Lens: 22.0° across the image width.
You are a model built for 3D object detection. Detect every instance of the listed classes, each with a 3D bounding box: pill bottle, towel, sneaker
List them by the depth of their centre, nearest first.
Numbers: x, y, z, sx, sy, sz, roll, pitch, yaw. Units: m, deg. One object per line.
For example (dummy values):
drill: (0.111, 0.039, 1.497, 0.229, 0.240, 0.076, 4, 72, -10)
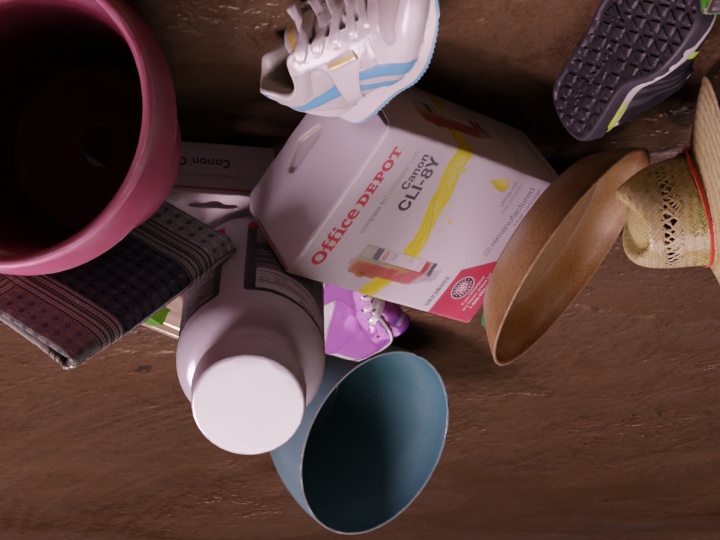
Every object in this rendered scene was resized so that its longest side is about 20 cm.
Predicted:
sneaker: (-0.005, -0.157, 1.237, 0.080, 0.077, 0.200, 7, 155, -21)
sneaker: (0.204, -0.161, 1.305, 0.082, 0.072, 0.200, -21, 169, -26)
towel: (-0.222, -0.018, 1.338, 0.199, 0.192, 0.035, 30, 131, 18)
pill bottle: (-0.081, 0.049, 1.375, 0.109, 0.201, 0.112, -1, 116, -1)
sneaker: (0.000, 0.000, 1.569, 0.113, 0.073, 0.201, 23, 138, -1)

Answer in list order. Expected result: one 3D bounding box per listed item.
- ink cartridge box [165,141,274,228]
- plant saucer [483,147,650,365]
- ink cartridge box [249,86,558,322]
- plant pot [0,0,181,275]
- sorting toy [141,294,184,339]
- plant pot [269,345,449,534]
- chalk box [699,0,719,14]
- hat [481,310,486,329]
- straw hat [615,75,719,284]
ink cartridge box: (-0.134, -0.051, 1.506, 0.115, 0.068, 0.200, 3, 160, -16)
plant saucer: (0.151, -0.019, 1.429, 0.035, 0.201, 0.200, 36, 168, 17)
ink cartridge box: (0.036, -0.055, 1.417, 0.199, 0.084, 0.146, 16, 120, -41)
plant pot: (-0.205, -0.092, 1.238, 0.198, 0.203, 0.179, -7, 174, 11)
sorting toy: (-0.224, -0.001, 1.486, 0.183, 0.037, 0.200, 21, 164, 10)
plant pot: (-0.024, 0.157, 1.946, 0.199, 0.202, 0.134, 18, -174, -45)
chalk box: (0.251, -0.225, 1.032, 0.123, 0.125, 0.200, -3, 160, -4)
hat: (0.103, -0.062, 1.586, 0.199, 0.176, 0.166, -35, 158, -26)
straw hat: (0.236, -0.043, 1.391, 0.084, 0.203, 0.201, -11, 159, 5)
